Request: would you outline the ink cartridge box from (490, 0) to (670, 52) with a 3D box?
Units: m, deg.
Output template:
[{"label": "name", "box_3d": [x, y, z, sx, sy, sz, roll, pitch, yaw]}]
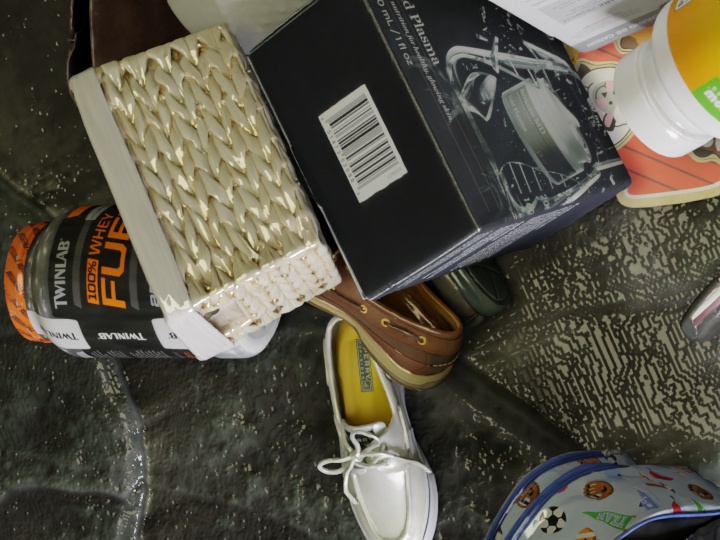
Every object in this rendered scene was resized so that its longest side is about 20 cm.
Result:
[{"label": "ink cartridge box", "box_3d": [0.182, -0.242, 1.322, 0.200, 0.175, 0.084, -20, 64, 33]}]

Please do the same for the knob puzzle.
[{"label": "knob puzzle", "box_3d": [0.231, -0.138, 1.412, 0.219, 0.030, 0.220, 1, 92, 21]}]

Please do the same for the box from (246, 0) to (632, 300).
[{"label": "box", "box_3d": [0.058, -0.107, 1.379, 0.124, 0.196, 0.200, -32, 81, 39]}]

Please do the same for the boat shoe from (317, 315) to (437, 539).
[{"label": "boat shoe", "box_3d": [0.008, 0.127, 1.480, 0.074, 0.086, 0.203, -8, 89, 22]}]

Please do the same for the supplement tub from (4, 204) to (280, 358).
[{"label": "supplement tub", "box_3d": [-0.171, 0.008, 1.525, 0.199, 0.122, 0.123, -1, 92, 21]}]

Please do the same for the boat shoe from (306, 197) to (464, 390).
[{"label": "boat shoe", "box_3d": [0.000, 0.001, 1.450, 0.200, 0.072, 0.068, 42, 141, 9]}]

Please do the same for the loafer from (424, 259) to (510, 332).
[{"label": "loafer", "box_3d": [0.034, -0.039, 1.474, 0.063, 0.072, 0.200, -37, 82, 29]}]

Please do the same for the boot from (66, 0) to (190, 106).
[{"label": "boot", "box_3d": [-0.154, -0.217, 1.482, 0.072, 0.166, 0.201, 7, 96, 30]}]

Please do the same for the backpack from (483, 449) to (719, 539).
[{"label": "backpack", "box_3d": [0.170, 0.214, 1.366, 0.154, 0.190, 0.200, 29, 102, 34]}]

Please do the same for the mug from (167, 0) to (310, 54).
[{"label": "mug", "box_3d": [-0.069, -0.263, 1.409, 0.175, 0.148, 0.200, -35, 87, 27]}]

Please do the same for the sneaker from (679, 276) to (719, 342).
[{"label": "sneaker", "box_3d": [0.328, 0.013, 1.359, 0.200, 0.076, 0.116, -41, 81, 17]}]

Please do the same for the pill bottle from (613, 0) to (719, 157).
[{"label": "pill bottle", "box_3d": [0.267, -0.154, 1.297, 0.200, 0.111, 0.111, -32, 80, 44]}]

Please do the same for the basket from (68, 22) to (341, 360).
[{"label": "basket", "box_3d": [-0.106, -0.057, 1.382, 0.123, 0.136, 0.200, -23, 74, 1]}]
